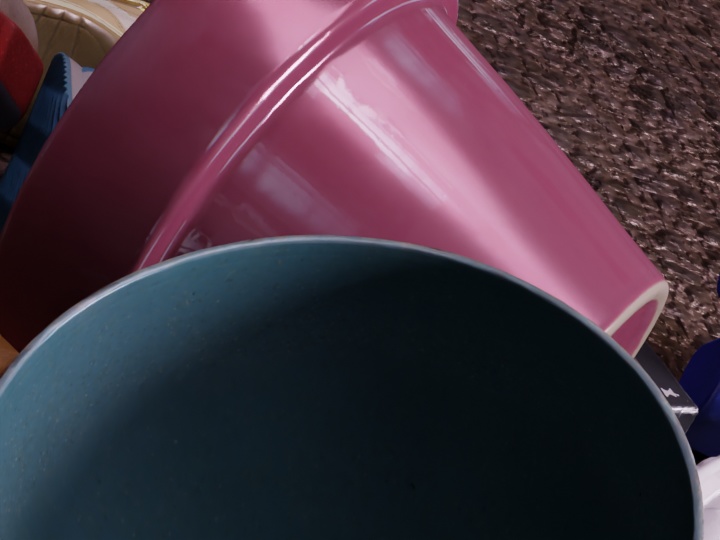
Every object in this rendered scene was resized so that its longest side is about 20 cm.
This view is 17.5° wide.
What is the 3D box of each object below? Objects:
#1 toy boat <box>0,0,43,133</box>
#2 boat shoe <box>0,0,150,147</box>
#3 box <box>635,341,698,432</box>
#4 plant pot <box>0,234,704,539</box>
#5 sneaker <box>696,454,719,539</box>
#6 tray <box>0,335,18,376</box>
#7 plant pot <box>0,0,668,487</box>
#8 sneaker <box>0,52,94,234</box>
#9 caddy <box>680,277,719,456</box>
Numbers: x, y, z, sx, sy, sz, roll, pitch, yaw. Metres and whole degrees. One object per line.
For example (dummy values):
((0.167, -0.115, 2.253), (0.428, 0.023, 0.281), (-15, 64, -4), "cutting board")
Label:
((-0.228, -0.067, 0.894), (0.198, 0.132, 0.131), (8, -14, 9), "toy boat")
((-0.128, -0.095, 1.080), (0.199, 0.074, 0.066), (17, 24, -40), "boat shoe")
((0.030, 0.021, 1.004), (0.140, 0.079, 0.200), (3, 35, -32), "box")
((-0.009, 0.106, 0.668), (0.198, 0.135, 0.201), (2, 42, -1), "plant pot")
((0.127, 0.139, 0.909), (0.199, 0.078, 0.099), (-18, 58, -44), "sneaker")
((-0.156, 0.059, 0.820), (0.199, 0.037, 0.099), (2, 36, -38), "tray")
((0.000, 0.000, 0.814), (0.179, 0.201, 0.200), (39, 29, 13), "plant pot")
((-0.101, -0.037, 0.935), (0.080, 0.077, 0.200), (26, 4, -7), "sneaker")
((0.213, 0.028, 1.027), (0.104, 0.142, 0.200), (23, -12, 2), "caddy")
